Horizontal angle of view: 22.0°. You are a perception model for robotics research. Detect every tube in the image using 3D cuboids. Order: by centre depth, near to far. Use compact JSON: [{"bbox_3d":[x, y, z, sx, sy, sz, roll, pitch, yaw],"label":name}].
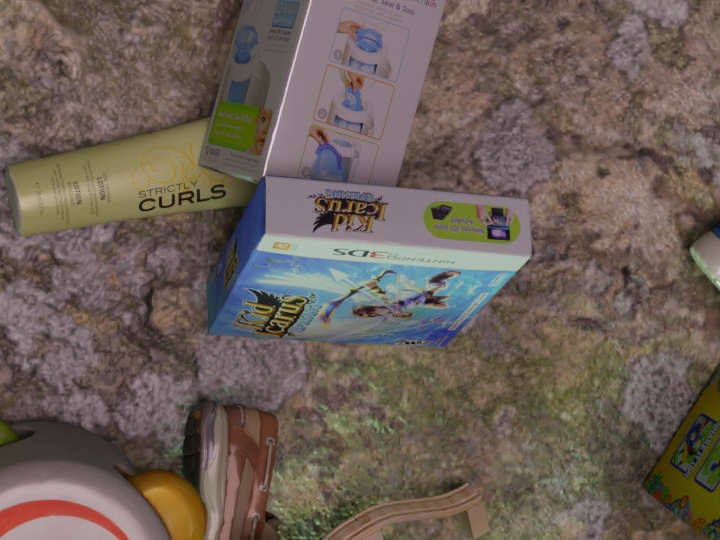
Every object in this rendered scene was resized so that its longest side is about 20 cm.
[{"bbox_3d":[-0.147,-0.068,1.299,0.199,0.052,0.058,-11,142,-18],"label":"tube"}]

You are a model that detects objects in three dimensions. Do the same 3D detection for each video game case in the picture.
[{"bbox_3d":[0.000,0.000,1.270,0.180,0.200,0.046,5,68,-14],"label":"video game case"}]

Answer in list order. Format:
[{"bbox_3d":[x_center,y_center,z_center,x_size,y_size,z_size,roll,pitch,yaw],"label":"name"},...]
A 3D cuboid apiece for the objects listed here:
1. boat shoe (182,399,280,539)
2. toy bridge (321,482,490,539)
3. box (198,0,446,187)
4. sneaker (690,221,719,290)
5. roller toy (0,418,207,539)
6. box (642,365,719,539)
[{"bbox_3d":[-0.092,0.194,1.344,0.071,0.076,0.202,1,104,-20],"label":"boat shoe"},{"bbox_3d":[0.009,0.208,1.369,0.199,0.027,0.068,-29,130,-17],"label":"toy bridge"},{"bbox_3d":[-0.022,-0.149,1.266,0.101,0.112,0.201,15,92,-28],"label":"box"},{"bbox_3d":[0.353,0.025,1.421,0.111,0.077,0.200,-39,100,5],"label":"sneaker"},{"bbox_3d":[-0.219,0.207,1.279,0.199,0.140,0.184,15,96,-16],"label":"roller toy"},{"bbox_3d":[0.352,0.188,1.390,0.199,0.193,0.122,33,91,-16],"label":"box"}]
